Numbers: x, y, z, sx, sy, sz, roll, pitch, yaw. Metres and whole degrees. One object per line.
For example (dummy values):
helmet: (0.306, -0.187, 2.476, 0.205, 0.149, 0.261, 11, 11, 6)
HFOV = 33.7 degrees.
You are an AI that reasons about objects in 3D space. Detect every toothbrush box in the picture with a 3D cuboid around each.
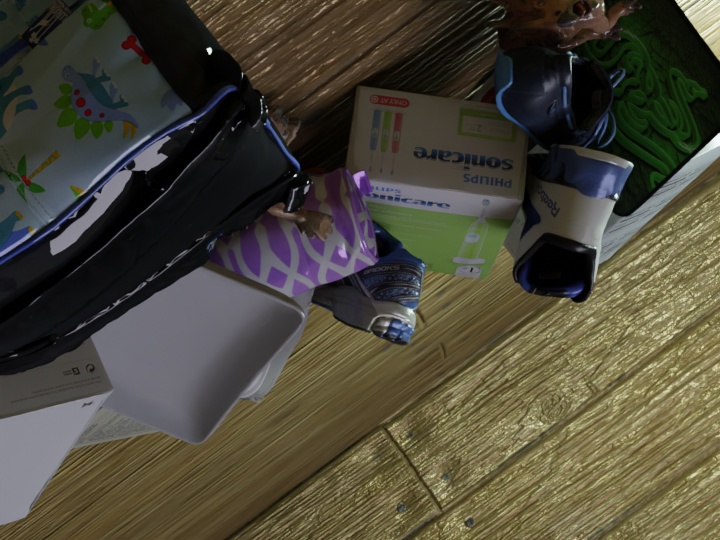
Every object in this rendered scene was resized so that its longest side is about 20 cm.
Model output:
toothbrush box: (0.058, -0.070, 1.030, 0.144, 0.087, 0.200, 7, 163, 0)

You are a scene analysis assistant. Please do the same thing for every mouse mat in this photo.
mouse mat: (0.221, -0.168, 1.017, 0.007, 0.201, 0.161, -12, 153, -42)

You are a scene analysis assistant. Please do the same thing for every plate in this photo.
plate: (-0.164, 0.035, 0.856, 0.200, 0.199, 0.033, -50, -159, 42)

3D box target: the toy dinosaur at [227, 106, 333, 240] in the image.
toy dinosaur: (-0.108, -0.064, 0.788, 0.199, 0.087, 0.135, -3, -176, -39)

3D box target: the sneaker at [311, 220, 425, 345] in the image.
sneaker: (0.000, 0.000, 1.017, 0.077, 0.200, 0.086, 22, 91, -31)

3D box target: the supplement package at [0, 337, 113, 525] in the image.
supplement package: (-0.283, 0.098, 0.791, 0.155, 0.111, 0.200, -12, 153, -41)

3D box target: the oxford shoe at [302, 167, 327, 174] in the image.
oxford shoe: (-0.104, -0.023, 1.020, 0.200, 0.072, 0.073, -40, -153, -23)

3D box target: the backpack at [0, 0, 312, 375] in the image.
backpack: (-0.150, -0.049, 0.591, 0.200, 0.147, 0.183, -40, 168, -1)

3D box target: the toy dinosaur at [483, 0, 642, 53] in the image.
toy dinosaur: (0.148, -0.205, 0.964, 0.135, 0.086, 0.200, -32, 170, -18)

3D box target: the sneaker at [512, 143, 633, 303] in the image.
sneaker: (0.157, -0.035, 0.980, 0.199, 0.080, 0.116, 138, -30, -88)

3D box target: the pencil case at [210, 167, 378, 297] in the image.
pencil case: (-0.084, -0.015, 0.903, 0.198, 0.085, 0.086, -15, -153, 7)

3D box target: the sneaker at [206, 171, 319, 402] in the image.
sneaker: (-0.072, 0.013, 0.976, 0.201, 0.074, 0.082, -66, 161, -14)

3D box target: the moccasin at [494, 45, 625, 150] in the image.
moccasin: (0.167, -0.129, 0.934, 0.068, 0.081, 0.199, -1, -178, 28)

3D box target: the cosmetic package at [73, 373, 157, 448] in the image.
cosmetic package: (-0.210, 0.088, 1.040, 0.103, 0.088, 0.200, -38, 168, 12)

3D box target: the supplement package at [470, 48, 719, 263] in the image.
supplement package: (0.215, -0.125, 1.163, 0.147, 0.192, 0.200, -23, 161, -47)
